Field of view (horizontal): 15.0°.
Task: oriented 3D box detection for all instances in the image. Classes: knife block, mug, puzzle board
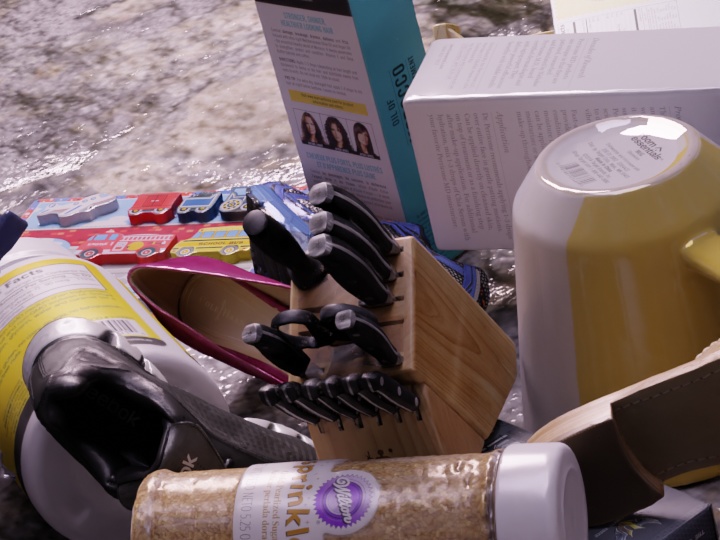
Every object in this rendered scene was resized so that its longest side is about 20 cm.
[{"bbox_3d":[0.007,0.018,1.292,0.064,0.176,0.200,-7,22,20],"label":"knife block"},{"bbox_3d":[0.159,0.008,1.373,0.187,0.153,0.149,2,32,28],"label":"mug"},{"bbox_3d":[-0.146,-0.010,1.698,0.200,0.017,0.151,-3,30,23],"label":"puzzle board"}]

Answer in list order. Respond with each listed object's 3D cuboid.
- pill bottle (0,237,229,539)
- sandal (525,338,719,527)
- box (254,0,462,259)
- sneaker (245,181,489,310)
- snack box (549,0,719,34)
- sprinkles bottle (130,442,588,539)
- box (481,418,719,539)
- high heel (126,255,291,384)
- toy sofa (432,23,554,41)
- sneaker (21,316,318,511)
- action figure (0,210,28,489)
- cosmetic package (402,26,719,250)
[{"bbox_3d":[-0.155,0.059,1.471,0.114,0.114,0.200,-23,29,-15],"label":"pill bottle"},{"bbox_3d":[0.171,0.051,1.247,0.212,0.078,0.070,-20,30,16],"label":"sandal"},{"bbox_3d":[0.000,-0.096,1.586,0.082,0.200,0.049,14,40,42],"label":"box"},{"bbox_3d":[0.000,0.000,1.566,0.078,0.075,0.200,-20,35,-29],"label":"sneaker"},{"bbox_3d":[0.171,-0.172,1.638,0.116,0.037,0.200,-10,52,8],"label":"snack box"},{"bbox_3d":[-0.001,0.117,1.230,0.200,0.068,0.068,-5,29,17],"label":"sprinkles bottle"},{"bbox_3d":[0.045,0.152,1.272,0.200,0.051,0.158,-32,32,-31],"label":"box"},{"bbox_3d":[-0.038,0.035,1.461,0.096,0.067,0.200,17,8,-41],"label":"high heel"},{"bbox_3d":[0.149,-0.123,1.710,0.200,0.098,0.083,-10,4,9],"label":"toy sofa"},{"bbox_3d":[-0.079,0.097,1.321,0.066,0.200,0.091,-57,7,12],"label":"sneaker"},{"bbox_3d":[-0.218,0.056,1.394,0.200,0.105,0.193,-50,36,5],"label":"action figure"},{"bbox_3d":[0.134,-0.072,1.485,0.200,0.101,0.071,0,35,20],"label":"cosmetic package"}]
